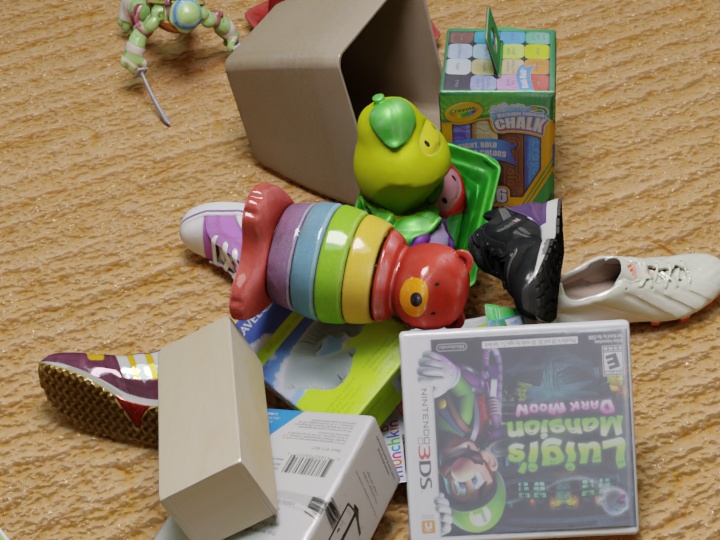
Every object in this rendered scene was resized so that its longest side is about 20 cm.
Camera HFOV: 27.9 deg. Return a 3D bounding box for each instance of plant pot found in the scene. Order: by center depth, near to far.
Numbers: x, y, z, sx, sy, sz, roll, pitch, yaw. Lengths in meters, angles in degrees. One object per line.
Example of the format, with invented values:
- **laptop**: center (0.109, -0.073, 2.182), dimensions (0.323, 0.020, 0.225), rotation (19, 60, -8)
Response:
- **plant pot**: center (-0.032, -0.206, 1.617), dimensions (0.175, 0.201, 0.200), rotation (6, 42, 30)

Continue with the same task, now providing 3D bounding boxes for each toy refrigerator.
- **toy refrigerator**: center (-0.121, 0.133, 1.213), dimensions (0.075, 0.070, 0.201), rotation (-26, 32, 8)

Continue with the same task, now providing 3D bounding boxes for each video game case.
- **video game case**: center (0.136, 0.139, 1.246), dimensions (0.198, 0.184, 0.023), rotation (-3, 2, 1)

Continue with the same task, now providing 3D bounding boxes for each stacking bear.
- **stacking bear**: center (0.000, 0.000, 1.282), dimensions (0.198, 0.123, 0.114), rotation (13, 13, 13)

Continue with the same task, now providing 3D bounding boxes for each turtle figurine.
- **turtle figurine**: center (-0.226, -0.276, 1.784), dimensions (0.144, 0.201, 0.194), rotation (-39, 28, -4)

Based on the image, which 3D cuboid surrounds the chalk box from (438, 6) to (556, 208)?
- **chalk box**: center (0.150, -0.181, 1.553), dimensions (0.122, 0.201, 0.126), rotation (2, 43, 7)

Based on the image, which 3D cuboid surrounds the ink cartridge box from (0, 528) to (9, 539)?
- **ink cartridge box**: center (-0.282, 0.253, 1.121), dimensions (0.075, 0.201, 0.148), rotation (-30, 48, -26)

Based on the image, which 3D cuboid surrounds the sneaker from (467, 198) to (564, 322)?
- **sneaker**: center (0.141, -0.006, 1.346), dimensions (0.087, 0.077, 0.200), rotation (-1, 21, 11)

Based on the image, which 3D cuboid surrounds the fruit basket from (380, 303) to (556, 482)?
- **fruit basket**: center (0.091, 0.106, 1.330), dimensions (0.198, 0.094, 0.186), rotation (-6, 43, 3)

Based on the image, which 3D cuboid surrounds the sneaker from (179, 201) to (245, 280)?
- **sneaker**: center (-0.111, -0.002, 1.480), dimensions (0.198, 0.073, 0.115), rotation (13, 48, 18)

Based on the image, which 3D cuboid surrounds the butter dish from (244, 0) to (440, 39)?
- **butter dish**: center (-0.027, -0.350, 1.791), dimensions (0.198, 0.149, 0.200), rotation (-22, 45, -19)

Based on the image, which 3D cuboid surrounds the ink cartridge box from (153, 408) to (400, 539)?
- **ink cartridge box**: center (-0.075, 0.215, 1.209), dimensions (0.145, 0.085, 0.201), rotation (2, 42, 31)

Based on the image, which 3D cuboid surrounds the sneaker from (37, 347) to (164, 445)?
- **sneaker**: center (-0.205, 0.109, 1.372), dimensions (0.198, 0.075, 0.090), rotation (17, 41, 12)

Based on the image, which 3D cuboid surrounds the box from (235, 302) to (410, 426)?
- **box**: center (-0.040, 0.070, 1.349), dimensions (0.199, 0.048, 0.122), rotation (34, 78, 37)

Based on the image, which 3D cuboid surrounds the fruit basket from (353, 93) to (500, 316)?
- **fruit basket**: center (0.058, -0.079, 1.436), dimensions (0.154, 0.217, 0.217), rotation (17, 44, 0)

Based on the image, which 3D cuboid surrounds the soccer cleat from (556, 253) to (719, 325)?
- **soccer cleat**: center (0.272, 0.015, 1.421), dimensions (0.198, 0.078, 0.070), rotation (-14, 43, -11)
